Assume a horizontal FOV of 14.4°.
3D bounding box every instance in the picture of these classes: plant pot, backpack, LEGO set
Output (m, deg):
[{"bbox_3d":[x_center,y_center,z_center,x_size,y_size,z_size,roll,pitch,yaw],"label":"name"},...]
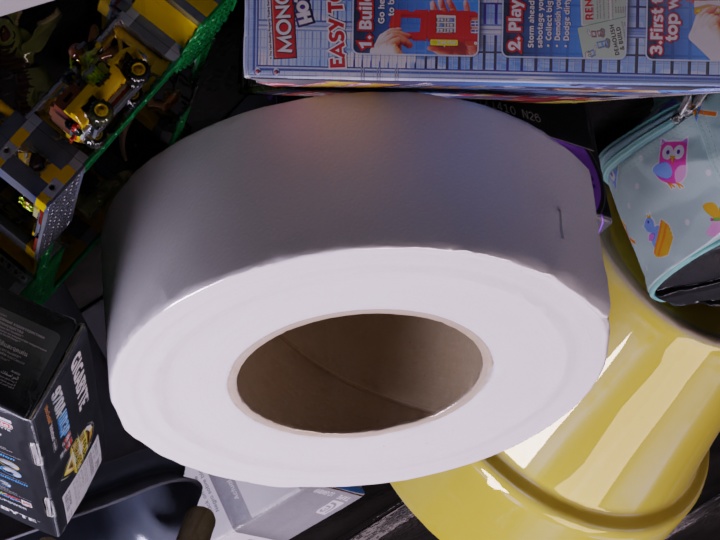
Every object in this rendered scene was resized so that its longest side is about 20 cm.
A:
[{"bbox_3d":[0.129,0.045,1.560,0.200,0.202,0.189,-7,149,-42],"label":"plant pot"},{"bbox_3d":[0.217,-0.070,1.423,0.200,0.154,0.175,-40,162,33],"label":"backpack"},{"bbox_3d":[-0.139,-0.072,1.107,0.154,0.116,0.200,-51,177,-15],"label":"LEGO set"}]

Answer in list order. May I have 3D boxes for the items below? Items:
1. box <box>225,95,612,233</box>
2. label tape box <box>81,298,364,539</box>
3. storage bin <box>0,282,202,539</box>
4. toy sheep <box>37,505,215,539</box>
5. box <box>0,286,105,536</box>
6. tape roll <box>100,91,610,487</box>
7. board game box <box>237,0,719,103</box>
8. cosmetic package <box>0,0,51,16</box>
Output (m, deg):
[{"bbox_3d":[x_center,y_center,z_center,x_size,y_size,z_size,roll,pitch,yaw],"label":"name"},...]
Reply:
[{"bbox_3d":[0.004,-0.028,1.306,0.122,0.107,0.200,15,140,-33],"label":"box"},{"bbox_3d":[-0.116,0.096,1.463,0.199,0.145,0.063,-31,160,18],"label":"label tape box"},{"bbox_3d":[-0.191,0.083,1.291,0.199,0.135,0.146,-20,160,-20],"label":"storage bin"},{"bbox_3d":[-0.073,0.184,1.266,0.138,0.200,0.138,-46,-164,17],"label":"toy sheep"},{"bbox_3d":[-0.202,0.027,1.134,0.159,0.199,0.046,94,21,-68],"label":"box"},{"bbox_3d":[-0.002,0.012,1.133,0.201,0.071,0.203,-4,149,-3],"label":"tape roll"},{"bbox_3d":[0.031,-0.099,1.098,0.199,0.062,0.200,1,-179,-23],"label":"board game box"},{"bbox_3d":[-0.099,-0.148,0.939,0.199,0.091,0.107,-22,164,-17],"label":"cosmetic package"}]
